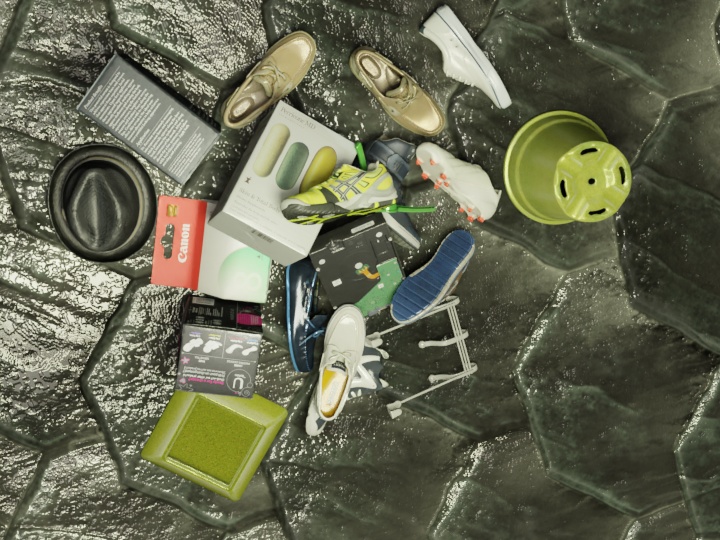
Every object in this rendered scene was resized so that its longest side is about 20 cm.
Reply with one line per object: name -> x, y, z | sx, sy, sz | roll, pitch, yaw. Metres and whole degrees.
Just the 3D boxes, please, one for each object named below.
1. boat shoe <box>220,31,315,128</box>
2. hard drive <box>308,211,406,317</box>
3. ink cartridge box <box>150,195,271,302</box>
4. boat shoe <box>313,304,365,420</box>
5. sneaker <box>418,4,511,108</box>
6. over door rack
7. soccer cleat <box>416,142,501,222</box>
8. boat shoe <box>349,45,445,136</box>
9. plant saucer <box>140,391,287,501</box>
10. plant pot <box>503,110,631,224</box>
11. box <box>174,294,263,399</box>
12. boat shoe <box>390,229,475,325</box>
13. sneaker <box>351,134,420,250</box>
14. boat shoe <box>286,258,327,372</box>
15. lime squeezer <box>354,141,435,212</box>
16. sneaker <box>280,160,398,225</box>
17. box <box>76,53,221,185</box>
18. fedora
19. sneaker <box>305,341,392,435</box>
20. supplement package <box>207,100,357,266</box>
boat shoe -> -0.149, -0.308, 1.649 | 0.200, 0.065, 0.072 | -43, 104, 4
hard drive -> 0.000, 0.000, 1.710 | 0.139, 0.038, 0.200 | -23, 136, 0
ink cartridge box -> -0.249, -0.037, 1.716 | 0.199, 0.050, 0.162 | 6, 102, -11
boat shoe -> -0.036, 0.157, 1.706 | 0.071, 0.070, 0.201 | 16, 91, -5
sneaker -> 0.174, -0.345, 1.695 | 0.071, 0.073, 0.200 | -37, 96, 11
over door rack -> 0.102, 0.145, 1.776 | 0.200, 0.067, 0.148 | -25, 107, -27
soccer cleat -> 0.166, -0.162, 1.718 | 0.200, 0.069, 0.078 | 42, 71, -34
boat shoe -> 0.064, -0.296, 1.687 | 0.200, 0.065, 0.072 | 42, 95, -14
plant saucer -> -0.258, 0.297, 1.789 | 0.200, 0.048, 0.200 | 28, 98, -13
plant pot -> 0.358, -0.160, 1.694 | 0.200, 0.184, 0.201 | -1, 103, -6
box -> -0.234, 0.124, 1.674 | 0.132, 0.200, 0.115 | 7, 101, -8
boat shoe -> 0.131, 0.024, 1.743 | 0.072, 0.072, 0.200 | 38, 77, 25
sneaker -> 0.065, -0.138, 1.718 | 0.202, 0.077, 0.146 | 43, 75, -34
boat shoe -> -0.089, 0.080, 1.741 | 0.068, 0.084, 0.201 | -1, 105, 7
lime squeezer -> 0.039, -0.125, 1.639 | 0.200, 0.038, 0.071 | 36, 76, -36
sneaker -> -0.038, -0.118, 1.541 | 0.199, 0.075, 0.077 | -12, 85, -34
box -> -0.330, -0.243, 1.606 | 0.200, 0.148, 0.107 | 37, 95, -13
fedora -> -0.425, -0.104, 1.653 | 0.200, 0.092, 0.201 | -2, 103, -7
sneaker -> -0.013, 0.212, 1.784 | 0.129, 0.079, 0.200 | 20, 89, -3
supplement package -> -0.125, -0.136, 1.625 | 0.151, 0.151, 0.201 | 29, 77, -13
